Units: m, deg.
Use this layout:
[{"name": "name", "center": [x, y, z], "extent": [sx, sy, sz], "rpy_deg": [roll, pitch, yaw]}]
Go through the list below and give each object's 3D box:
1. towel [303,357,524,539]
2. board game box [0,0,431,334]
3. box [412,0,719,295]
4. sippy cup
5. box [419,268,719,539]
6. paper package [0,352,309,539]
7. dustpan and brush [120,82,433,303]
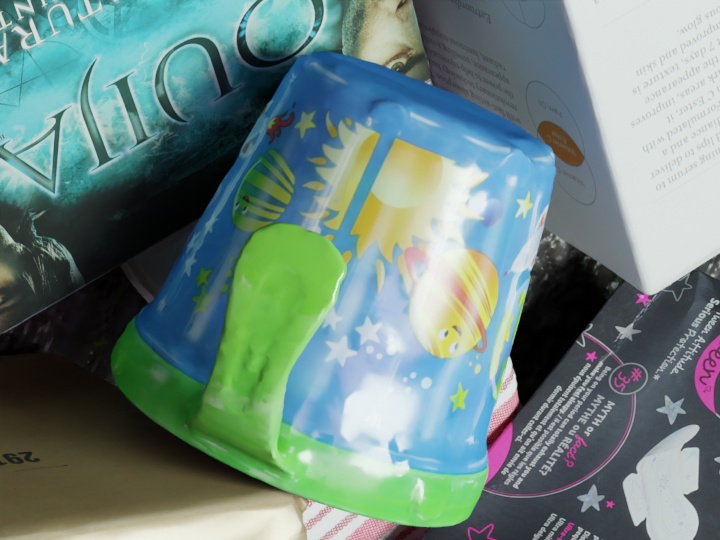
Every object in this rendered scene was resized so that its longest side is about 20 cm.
[{"name": "towel", "center": [0.009, 0.105, 1.057], "extent": [0.146, 0.030, 0.200], "rpy_deg": [-38, 145, -14]}, {"name": "board game box", "center": [-0.075, -0.071, 0.885], "extent": [0.200, 0.028, 0.135], "rpy_deg": [-31, 135, -15]}, {"name": "box", "center": [0.081, -0.119, 0.956], "extent": [0.106, 0.152, 0.200], "rpy_deg": [-31, 125, -17]}, {"name": "sippy cup", "center": [0.000, 0.000, 0.887], "extent": [0.140, 0.178, 0.130], "rpy_deg": [18, 102, -23]}, {"name": "box", "center": [0.116, 0.119, 1.063], "extent": [0.200, 0.115, 0.132], "rpy_deg": [-50, 149, -21]}, {"name": "paper package", "center": [-0.148, 0.105, 0.871], "extent": [0.200, 0.191, 0.104], "rpy_deg": [-7, 108, -34]}, {"name": "dustpan and brush", "center": [-0.006, 0.010, 1.024], "extent": [0.140, 0.057, 0.200], "rpy_deg": [-34, 119, -9]}]
